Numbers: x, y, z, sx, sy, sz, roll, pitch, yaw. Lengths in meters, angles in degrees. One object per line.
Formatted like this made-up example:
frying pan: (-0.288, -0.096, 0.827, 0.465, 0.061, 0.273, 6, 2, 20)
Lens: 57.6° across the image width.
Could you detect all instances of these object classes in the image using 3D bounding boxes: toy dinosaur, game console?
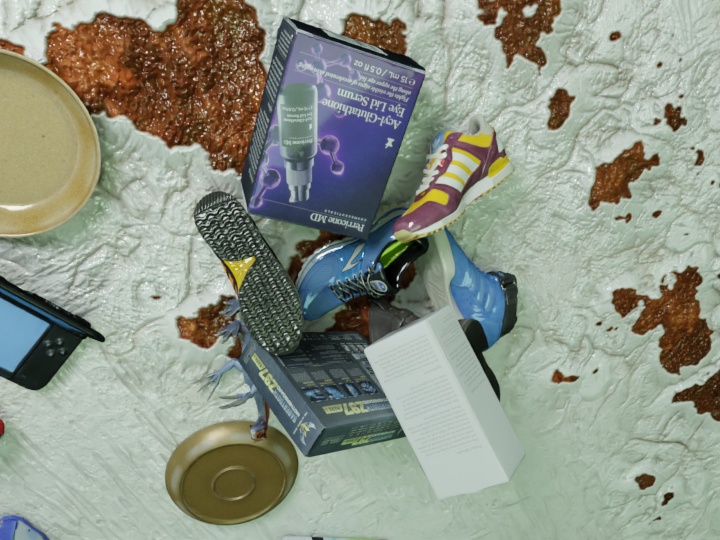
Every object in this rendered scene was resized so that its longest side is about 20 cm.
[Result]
toy dinosaur: (-0.129, 0.133, 0.855, 0.199, 0.105, 0.182, -26, 123, -2)
game console: (-0.414, 0.062, 0.735, 0.199, 0.117, 0.176, 37, 103, -27)

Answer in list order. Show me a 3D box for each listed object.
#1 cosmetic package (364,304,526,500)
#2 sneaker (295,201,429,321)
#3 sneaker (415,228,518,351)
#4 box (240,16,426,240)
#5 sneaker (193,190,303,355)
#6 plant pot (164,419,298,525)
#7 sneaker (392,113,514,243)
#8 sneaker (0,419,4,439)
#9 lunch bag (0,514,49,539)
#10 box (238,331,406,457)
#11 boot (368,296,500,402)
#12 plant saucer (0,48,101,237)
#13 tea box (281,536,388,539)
cosmetic package: (0.100, 0.156, 0.776, 0.101, 0.071, 0.201, -28, 87, 34)
sneaker: (0.000, 0.000, 0.818, 0.199, 0.089, 0.079, -38, 131, 11)
sneaker: (0.149, 0.010, 0.881, 0.111, 0.077, 0.202, -27, 104, -22)
box: (-0.038, -0.154, 0.726, 0.147, 0.105, 0.202, 10, 114, -20)
sneaker: (-0.123, 0.000, 0.765, 0.069, 0.090, 0.201, -28, 97, -2)
plant pot: (-0.189, 0.310, 0.975, 0.198, 0.028, 0.202, -6, 118, -12)
sneaker: (0.096, -0.110, 0.772, 0.200, 0.075, 0.091, -38, 104, -33)
sneaker: (-0.532, 0.168, 0.787, 0.198, 0.077, 0.086, 19, 106, -23)
lunch bag: (-0.480, 0.467, 0.902, 0.123, 0.170, 0.202, -6, 120, -16)
box: (-0.030, 0.144, 0.811, 0.199, 0.158, 0.051, 4, 123, -49)
boot: (0.091, 0.132, 0.881, 0.069, 0.173, 0.202, -27, 113, -44)
plant saucer: (-0.377, -0.133, 0.689, 0.198, 0.036, 0.202, -6, 119, -12)
tea box: (-0.034, 0.548, 1.039, 0.195, 0.200, 0.135, 11, 114, -20)
